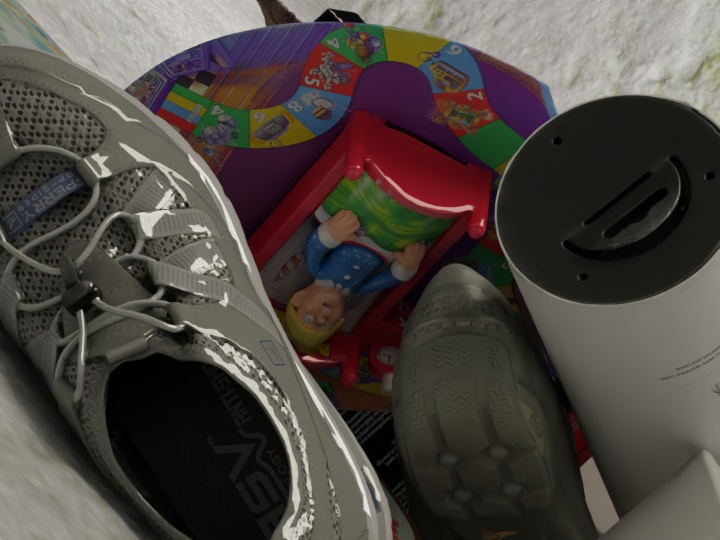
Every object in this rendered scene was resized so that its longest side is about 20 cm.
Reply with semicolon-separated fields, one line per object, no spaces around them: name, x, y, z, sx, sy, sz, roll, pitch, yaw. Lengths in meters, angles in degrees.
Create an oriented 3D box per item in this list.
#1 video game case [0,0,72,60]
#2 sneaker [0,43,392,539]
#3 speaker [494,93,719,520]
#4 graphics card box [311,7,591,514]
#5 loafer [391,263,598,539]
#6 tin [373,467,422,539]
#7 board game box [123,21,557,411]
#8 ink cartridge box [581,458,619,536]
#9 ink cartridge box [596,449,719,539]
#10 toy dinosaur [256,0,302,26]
video game case;-0.164;-0.108;1.077;0.200;0.022;0.182;47;6;-7
sneaker;-0.062;0.011;0.782;0.200;0.075;0.082;50;5;10
speaker;0.105;0.027;0.922;0.081;0.081;0.200;52;-5;35
graphics card box;0.013;0.010;1.085;0.200;0.125;0.051;48;13;6
loafer;0.049;0.075;0.962;0.200;0.070;0.070;80;9;-53
tin;-0.053;0.036;0.885;0.200;0.042;0.112;48;10;-3
board game box;0.000;0.000;0.942;0.200;0.158;0.039;68;22;-46
ink cartridge box;0.075;0.076;1.224;0.117;0.067;0.200;45;-14;-27
ink cartridge box;0.113;0.159;0.849;0.200;0.125;0.129;48;6;-3
toy dinosaur;0.008;-0.026;1.149;0.086;0.135;0.201;-25;111;-63
